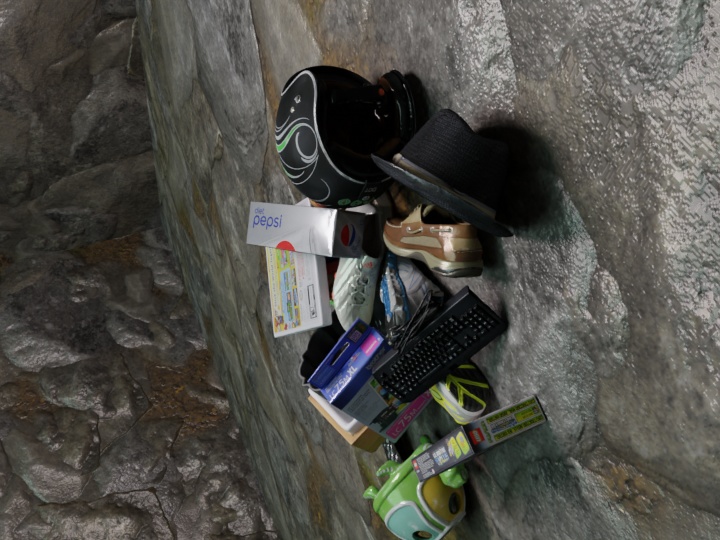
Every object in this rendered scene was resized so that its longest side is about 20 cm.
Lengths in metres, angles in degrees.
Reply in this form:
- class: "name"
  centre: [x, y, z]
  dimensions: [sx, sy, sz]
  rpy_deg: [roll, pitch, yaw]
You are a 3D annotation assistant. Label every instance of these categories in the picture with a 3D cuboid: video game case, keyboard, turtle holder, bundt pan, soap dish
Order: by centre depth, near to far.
- class: "keyboard"
  centre: [0.084, 0.101, 0.888]
  dimensions: [0.104, 0.040, 0.200]
  rpy_deg: [40, 122, -8]
- class: "turtle holder"
  centre: [0.106, 0.339, 1.080]
  dimensions: [0.132, 0.140, 0.186]
  rpy_deg: [46, 108, 23]
- class: "bundt pan"
  centre: [-0.002, 0.131, 1.118]
  dimensions: [0.076, 0.202, 0.201]
  rpy_deg: [46, 171, -27]
- class: "video game case"
  centre: [-0.107, 0.000, 1.150]
  dimensions: [0.181, 0.022, 0.205]
  rpy_deg: [-19, 76, 57]
- class: "soap dish"
  centre: [0.010, 0.206, 1.172]
  dimensions: [0.082, 0.157, 0.199]
  rpy_deg: [50, 169, -24]

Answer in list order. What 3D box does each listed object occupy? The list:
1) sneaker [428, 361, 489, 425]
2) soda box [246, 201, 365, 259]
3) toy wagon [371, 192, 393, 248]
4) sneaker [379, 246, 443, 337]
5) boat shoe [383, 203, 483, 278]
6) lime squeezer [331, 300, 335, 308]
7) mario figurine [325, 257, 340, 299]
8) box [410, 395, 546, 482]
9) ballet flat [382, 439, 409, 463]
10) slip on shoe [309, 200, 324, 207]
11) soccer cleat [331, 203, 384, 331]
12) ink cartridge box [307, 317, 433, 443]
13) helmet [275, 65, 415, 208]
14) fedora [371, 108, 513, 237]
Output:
- class: "sneaker"
  centre: [0.104, 0.133, 0.988]
  dimensions: [0.077, 0.074, 0.202]
  rpy_deg: [100, 148, -47]
- class: "soda box"
  centre: [-0.086, -0.062, 1.043]
  dimensions: [0.197, 0.063, 0.070]
  rpy_deg: [10, 94, 42]
- class: "toy wagon"
  centre: [-0.001, -0.085, 1.145]
  dimensions: [0.201, 0.039, 0.158]
  rpy_deg: [121, 130, -62]
- class: "sneaker"
  centre: [0.074, 0.028, 1.000]
  dimensions: [0.202, 0.085, 0.076]
  rpy_deg: [-97, 12, -56]
- class: "boat shoe"
  centre: [0.095, -0.050, 0.901]
  dimensions: [0.199, 0.074, 0.076]
  rpy_deg: [29, 121, 58]
- class: "lime squeezer"
  centre: [-0.032, 0.042, 1.332]
  dimensions: [0.200, 0.037, 0.072]
  rpy_deg: [40, 109, 56]
- class: "mario figurine"
  centre: [-0.043, -0.032, 1.169]
  dimensions: [0.125, 0.104, 0.203]
  rpy_deg: [-75, 1, -52]
- class: "box"
  centre: [0.146, 0.221, 0.899]
  dimensions: [0.035, 0.108, 0.201]
  rpy_deg: [65, 157, 18]
- class: "ballet flat"
  centre: [0.062, 0.297, 1.257]
  dimensions: [0.066, 0.056, 0.204]
  rpy_deg: [13, -126, -65]
- class: "slip on shoe"
  centre: [-0.053, -0.188, 1.087]
  dimensions: [0.061, 0.073, 0.204]
  rpy_deg: [-25, 56, 47]
- class: "soccer cleat"
  centre: [0.000, 0.000, 1.044]
  dimensions: [0.077, 0.068, 0.205]
  rpy_deg: [13, 103, 55]
- class: "ink cartridge box"
  centre: [0.026, 0.164, 1.010]
  dimensions: [0.199, 0.120, 0.042]
  rpy_deg: [40, -179, -38]
- class: "helmet"
  centre: [-0.027, -0.187, 0.948]
  dimensions: [0.190, 0.196, 0.205]
  rpy_deg: [1, 106, 67]
- class: "fedora"
  centre: [0.106, -0.115, 0.761]
  dimensions: [0.093, 0.198, 0.200]
  rpy_deg: [-60, 37, 10]
